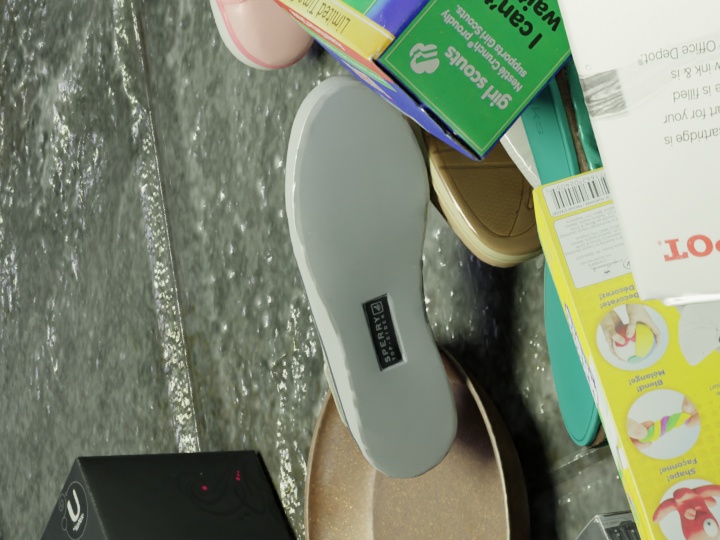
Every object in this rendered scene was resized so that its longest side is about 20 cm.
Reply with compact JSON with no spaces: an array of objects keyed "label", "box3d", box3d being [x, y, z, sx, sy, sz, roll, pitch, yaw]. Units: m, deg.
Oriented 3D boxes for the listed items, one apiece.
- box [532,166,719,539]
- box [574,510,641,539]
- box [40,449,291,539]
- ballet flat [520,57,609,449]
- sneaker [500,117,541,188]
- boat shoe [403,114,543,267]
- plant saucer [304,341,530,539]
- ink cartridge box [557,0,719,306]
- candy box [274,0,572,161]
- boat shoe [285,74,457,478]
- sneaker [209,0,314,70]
[{"label":"box","box3d":[0.152,0.044,0.929,0.048,0.117,0.201,74,180,-62]},{"label":"box","box3d":[0.123,0.232,1.035,0.158,0.049,0.201,-59,42,40]},{"label":"box","box3d":[-0.098,0.211,1.336,0.106,0.122,0.201,-63,40,37]},{"label":"ballet flat","box3d":[0.115,-0.021,1.029,0.067,0.070,0.202,-159,58,-67]},{"label":"sneaker","box3d":[0.080,-0.109,1.112,0.089,0.075,0.201,80,166,-75]},{"label":"boat shoe","box3d":[0.046,-0.074,1.163,0.065,0.071,0.201,109,149,-49]},{"label":"plant saucer","box3d":[0.034,0.131,1.202,0.200,0.036,0.202,0,90,59]},{"label":"ink cartridge box","box3d":[0.154,-0.100,0.843,0.145,0.084,0.201,-8,105,36]},{"label":"candy box","box3d":[0.062,-0.161,0.988,0.200,0.077,0.169,-51,27,1]},{"label":"boat shoe","box3d":[0.000,0.000,1.138,0.070,0.070,0.201,-146,40,-66]},{"label":"sneaker","box3d":[-0.028,-0.205,1.275,0.105,0.075,0.202,27,108,62]}]
